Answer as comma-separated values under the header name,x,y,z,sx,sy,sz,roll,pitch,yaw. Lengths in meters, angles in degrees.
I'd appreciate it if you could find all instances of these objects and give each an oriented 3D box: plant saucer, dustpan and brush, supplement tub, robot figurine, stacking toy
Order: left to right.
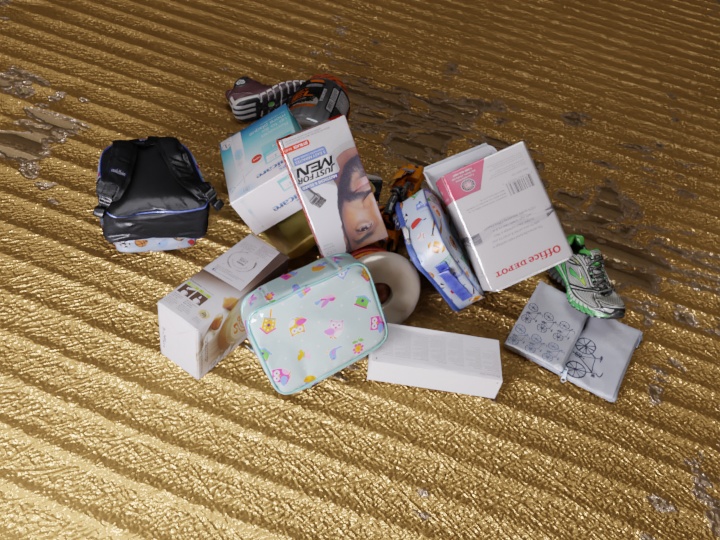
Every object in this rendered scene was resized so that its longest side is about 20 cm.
name,x,y,z,sx,sy,sz,roll,pitch,yaw
plant saucer,-0.086,-0.116,1.264,0.200,0.048,0.200,-36,45,-2
supplement tub,-0.089,-0.305,1.461,0.122,0.123,0.200,13,44,0
stacking toy,0.000,0.000,1.198,0.146,0.147,0.200,-5,29,-18
robot figurine,0.063,-0.104,1.291,0.058,0.145,0.200,14,35,17
dustpan and brush,0.206,-0.105,1.230,0.139,0.057,0.201,-23,96,-13

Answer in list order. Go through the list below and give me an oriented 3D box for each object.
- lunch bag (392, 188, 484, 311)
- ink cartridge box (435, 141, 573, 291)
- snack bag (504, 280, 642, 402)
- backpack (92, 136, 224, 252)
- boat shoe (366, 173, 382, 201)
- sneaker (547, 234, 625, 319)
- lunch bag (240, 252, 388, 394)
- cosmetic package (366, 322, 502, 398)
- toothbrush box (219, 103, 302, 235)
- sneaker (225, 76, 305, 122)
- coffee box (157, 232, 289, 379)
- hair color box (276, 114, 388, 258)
name,x,y,z,sx,sy,sz,roll,pitch,yaw
lunch bag,0.129,-0.029,1.191,0.075,0.200,0.161,-28,48,17
ink cartridge box,0.228,-0.083,1.168,0.146,0.083,0.201,-23,89,-3
snack bag,0.361,0.115,1.216,0.200,0.021,0.189,29,46,15
backpack,-0.346,-0.130,1.208,0.199,0.154,0.191,-2,54,-24
boat shoe,-0.023,-0.140,1.354,0.074,0.093,0.200,1,15,-21
sneaker,0.393,0.011,1.259,0.078,0.085,0.200,2,36,-24
lunch bag,-0.067,0.079,1.043,0.199,0.161,0.077,-26,27,-13
cosmetic package,0.113,0.138,1.115,0.199,0.051,0.083,9,42,-3
toothbrush box,-0.154,-0.178,1.258,0.146,0.085,0.200,-29,42,8
sneaker,-0.197,-0.388,1.556,0.199,0.076,0.116,-17,49,-26
coffee box,-0.201,0.049,1.086,0.080,0.115,0.200,31,48,18
hair color box,-0.043,-0.129,1.135,0.111,0.201,0.064,-23,15,-5
